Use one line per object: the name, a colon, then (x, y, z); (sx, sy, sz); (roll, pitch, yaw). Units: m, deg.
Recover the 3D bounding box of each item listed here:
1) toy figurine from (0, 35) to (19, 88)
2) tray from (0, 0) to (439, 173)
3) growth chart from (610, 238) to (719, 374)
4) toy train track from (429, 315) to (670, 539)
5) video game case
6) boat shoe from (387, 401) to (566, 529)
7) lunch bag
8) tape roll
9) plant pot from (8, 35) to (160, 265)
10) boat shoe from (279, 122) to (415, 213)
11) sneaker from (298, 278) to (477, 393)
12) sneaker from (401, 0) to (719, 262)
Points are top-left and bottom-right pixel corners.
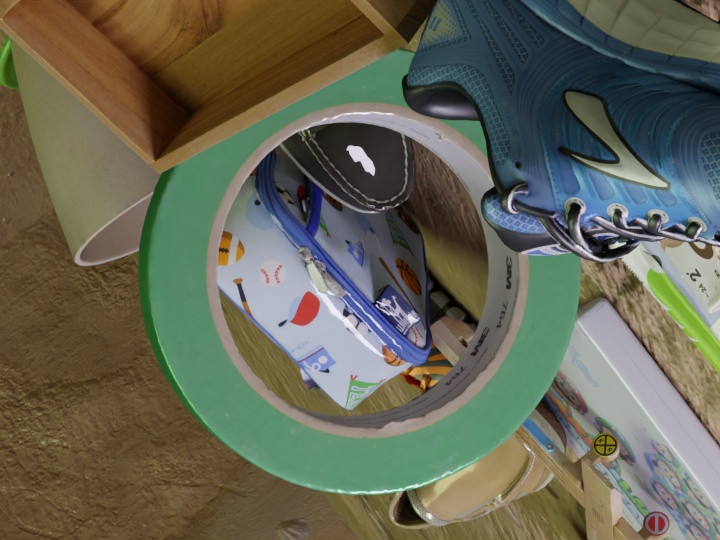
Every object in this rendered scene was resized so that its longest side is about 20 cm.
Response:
toy figurine: (-0.163, -0.142, 1.289); (0.184, 0.150, 0.200); (44, -169, 4)
tray: (-0.061, -0.102, 0.595); (0.099, 0.037, 0.200); (43, 153, -17)
growth chart: (0.125, -0.026, 0.608); (0.145, 0.018, 0.200); (50, 168, 25)
toy train track: (0.112, 0.093, 0.874); (0.200, 0.033, 0.115); (47, 167, 27)
video game case: (0.161, 0.110, 0.874); (0.200, 0.024, 0.182); (54, 170, 3)
boat shoe: (0.065, 0.129, 1.003); (0.072, 0.076, 0.200); (49, 157, 9)
lunch bag: (-0.028, -0.021, 0.948); (0.160, 0.075, 0.200); (49, -163, -23)
tape roll: (0.000, 0.000, 0.738); (0.201, 0.200, 0.048); (55, 169, -8)
plant pot: (-0.163, -0.137, 1.133); (0.200, 0.187, 0.187); (61, 171, 5)
boat shoe: (-0.025, -0.113, 0.846); (0.202, 0.072, 0.061); (60, 172, -18)
sneaker: (0.019, 0.062, 1.104); (0.200, 0.112, 0.078); (48, 169, 25)
sneaker: (0.090, -0.029, 0.479); (0.200, 0.089, 0.078); (39, -173, 37)
